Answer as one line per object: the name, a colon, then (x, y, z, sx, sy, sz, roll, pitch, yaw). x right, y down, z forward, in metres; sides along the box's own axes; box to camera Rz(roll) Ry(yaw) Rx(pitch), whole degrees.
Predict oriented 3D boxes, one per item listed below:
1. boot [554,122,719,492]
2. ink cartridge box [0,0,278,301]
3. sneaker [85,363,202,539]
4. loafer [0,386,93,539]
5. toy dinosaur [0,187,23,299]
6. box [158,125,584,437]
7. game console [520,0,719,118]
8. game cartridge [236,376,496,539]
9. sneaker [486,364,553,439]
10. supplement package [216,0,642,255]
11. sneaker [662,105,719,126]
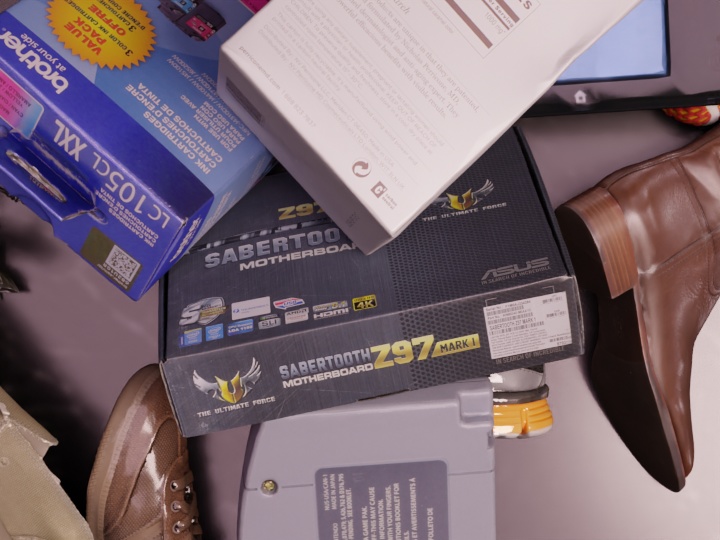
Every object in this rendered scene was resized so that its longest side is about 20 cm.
boot: (0.211, -0.001, 0.870, 0.199, 0.064, 0.187, -28, 120, -18)
ink cartridge box: (-0.110, -0.081, 0.815, 0.136, 0.076, 0.200, 40, 48, 1)
sneaker: (-0.105, 0.151, 0.871, 0.075, 0.070, 0.202, 14, 100, 10)
loafer: (-0.195, 0.091, 0.842, 0.068, 0.076, 0.201, -12, 67, -40)
toy dinosaur: (-0.220, -0.062, 0.881, 0.198, 0.102, 0.137, -8, 74, 19)
box: (0.000, 0.000, 0.828, 0.198, 0.158, 0.051, -11, 121, 2)
game console: (0.106, -0.167, 0.826, 0.198, 0.031, 0.179, -3, 96, 10)
game cartridge: (0.004, 0.147, 0.845, 0.132, 0.042, 0.202, -2, 116, 2)
sneaker: (0.003, 0.046, 0.871, 0.198, 0.078, 0.078, 4, 85, -7)
supplement package: (0.043, -0.117, 0.748, 0.200, 0.114, 0.110, -43, 91, -7)
sneaker: (0.160, -0.176, 0.878, 0.077, 0.073, 0.201, -26, 94, -18)
